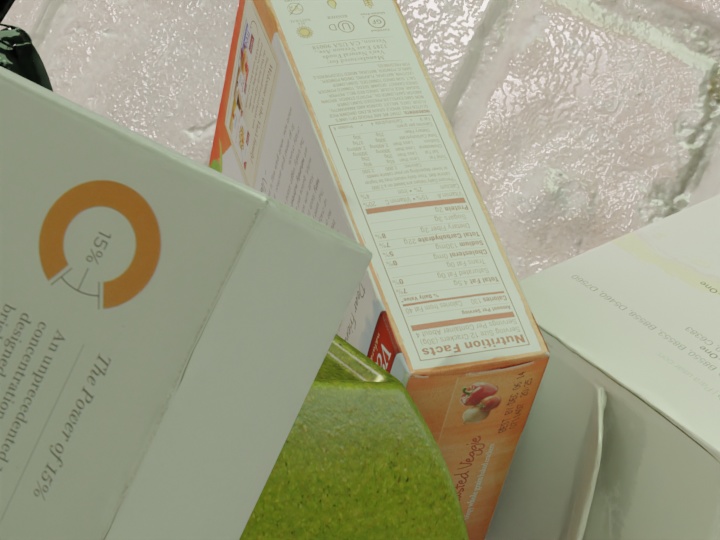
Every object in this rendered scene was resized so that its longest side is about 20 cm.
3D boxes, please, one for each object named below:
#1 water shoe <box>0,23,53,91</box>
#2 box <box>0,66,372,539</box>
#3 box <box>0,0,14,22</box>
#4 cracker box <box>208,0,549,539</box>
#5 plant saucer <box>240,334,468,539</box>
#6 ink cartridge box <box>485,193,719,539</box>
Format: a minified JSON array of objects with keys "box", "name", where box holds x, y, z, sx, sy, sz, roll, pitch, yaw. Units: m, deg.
[{"box":[-0.193,-0.089,1.242,0.071,0.079,0.200,11,-28,39],"name":"water shoe"},{"box":[-0.118,0.004,0.660,0.199,0.125,0.097,26,1,17],"name":"box"},{"box":[-0.198,-0.086,0.747,0.199,0.158,0.051,18,25,-44],"name":"box"},{"box":[0.000,0.000,0.998,0.057,0.134,0.201,-6,52,-18],"name":"cracker box"},{"box":[-0.082,0.024,0.872,0.199,0.048,0.199,6,22,-46],"name":"plant saucer"},{"box":[0.129,0.066,1.012,0.199,0.129,0.125,-20,43,-38],"name":"ink cartridge box"}]
